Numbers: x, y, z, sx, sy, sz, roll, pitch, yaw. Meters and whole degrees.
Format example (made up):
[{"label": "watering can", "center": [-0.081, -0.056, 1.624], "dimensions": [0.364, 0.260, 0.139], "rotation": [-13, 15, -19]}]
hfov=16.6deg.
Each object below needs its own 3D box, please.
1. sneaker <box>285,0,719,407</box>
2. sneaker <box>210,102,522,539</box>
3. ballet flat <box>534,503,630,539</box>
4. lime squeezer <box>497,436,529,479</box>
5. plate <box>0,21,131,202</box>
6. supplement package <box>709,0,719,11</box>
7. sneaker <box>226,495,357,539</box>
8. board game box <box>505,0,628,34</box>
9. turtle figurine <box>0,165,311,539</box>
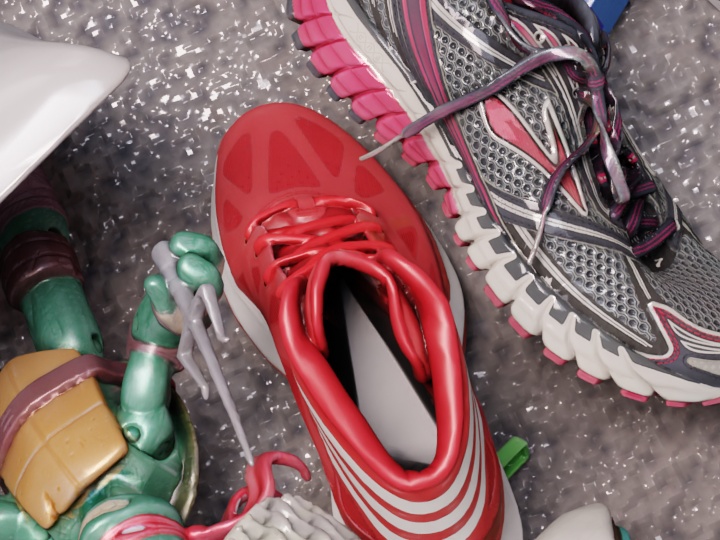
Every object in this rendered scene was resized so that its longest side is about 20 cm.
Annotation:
[{"label": "sneaker", "center": [0.061, -0.041, 0.787], "dimensions": [0.200, 0.081, 0.075], "rotation": [49, 123, 6]}, {"label": "sneaker", "center": [0.000, 0.000, 0.769], "dimensions": [0.078, 0.116, 0.200], "rotation": [-21, 56, -9]}, {"label": "ballet flat", "center": [0.043, 0.139, 0.695], "dimensions": [0.069, 0.070, 0.200], "rotation": [-1, 44, 7]}, {"label": "lime squeezer", "center": [0.010, 0.133, 0.757], "dimensions": [0.071, 0.038, 0.200], "rotation": [-14, 46, 24]}, {"label": "plate", "center": [-0.175, -0.014, 0.783], "dimensions": [0.200, 0.200, 0.032], "rotation": [-45, 111, -9]}, {"label": "supplement package", "center": [0.216, -0.150, 0.807], "dimensions": [0.200, 0.117, 0.117], "rotation": [-45, 71, -8]}, {"label": "sneaker", "center": [-0.049, 0.143, 0.649], "dimensions": [0.070, 0.200, 0.100], "rotation": [41, 123, -10]}, {"label": "board game box", "center": [0.029, -0.182, 0.866], "dimensions": [0.200, 0.045, 0.152], "rotation": [31, 91, 16]}, {"label": "turtle figurine", "center": [-0.100, 0.045, 0.766], "dimensions": [0.150, 0.101, 0.200], "rotation": [-37, 43, -5]}]
